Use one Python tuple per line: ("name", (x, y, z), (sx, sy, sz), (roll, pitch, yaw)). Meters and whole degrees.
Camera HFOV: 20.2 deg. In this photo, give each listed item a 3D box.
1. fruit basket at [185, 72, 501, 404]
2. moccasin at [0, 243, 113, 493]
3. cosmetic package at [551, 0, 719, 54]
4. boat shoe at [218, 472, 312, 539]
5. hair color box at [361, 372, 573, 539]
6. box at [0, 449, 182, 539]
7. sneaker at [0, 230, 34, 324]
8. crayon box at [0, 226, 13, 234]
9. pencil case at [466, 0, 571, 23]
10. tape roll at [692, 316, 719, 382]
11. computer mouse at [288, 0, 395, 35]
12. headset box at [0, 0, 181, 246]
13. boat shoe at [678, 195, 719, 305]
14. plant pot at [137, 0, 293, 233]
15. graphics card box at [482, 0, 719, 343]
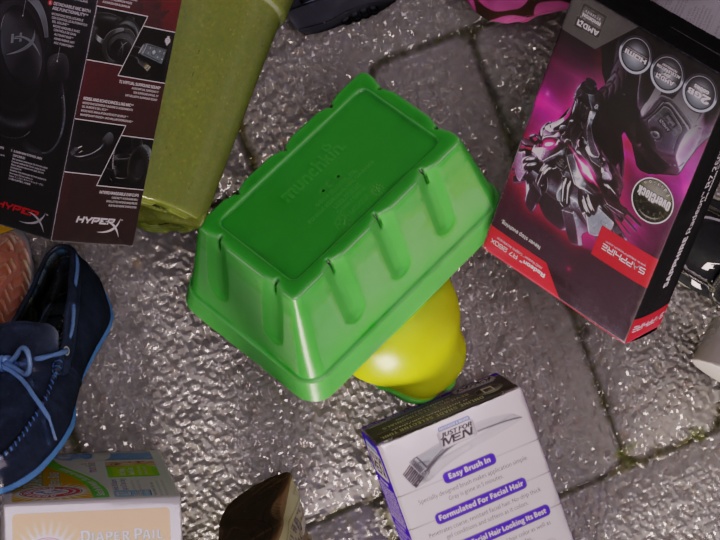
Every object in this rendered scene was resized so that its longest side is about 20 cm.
("fruit basket", (0.000, 0.000, 1.371), (0.155, 0.216, 0.216), (37, 85, 26))
("moccasin", (-0.219, 0.059, 1.300), (0.080, 0.200, 0.068), (-10, 125, 15))
("cosmetic package", (0.233, -0.143, 1.352), (0.102, 0.200, 0.074), (25, 89, -37))
("boat shoe", (-0.063, 0.198, 1.329), (0.073, 0.200, 0.063), (-26, 103, 18))
("hair color box", (0.087, 0.186, 1.416), (0.109, 0.065, 0.201), (-21, 102, -9))
("box", (-0.174, 0.181, 1.301), (0.112, 0.200, 0.102), (-2, 94, -10))
("sneaker", (-0.280, 0.059, 1.342), (0.080, 0.071, 0.201), (5, 69, 28))
("crayon box", (-0.286, -0.103, 1.281), (0.118, 0.058, 0.200), (-17, 130, 2))
("pencil case", (0.149, -0.216, 1.348), (0.091, 0.200, 0.094), (-42, 113, -31))
("tape roll", (0.325, 0.091, 1.391), (0.202, 0.203, 0.037), (27, 88, -11))
("computer mouse", (-0.060, -0.181, 1.391), (0.199, 0.034, 0.059), (-21, 97, -8))
("headset box", (-0.188, -0.128, 1.169), (0.149, 0.077, 0.201), (15, 96, 33))
("boat shoe", (0.285, 0.000, 1.448), (0.200, 0.068, 0.072), (32, 89, -9))
("plant pot", (-0.140, -0.129, 1.276), (0.199, 0.200, 0.191), (13, 79, -11))
("graphics card box", (0.164, -0.068, 1.289), (0.125, 0.051, 0.200), (36, 124, 27))
